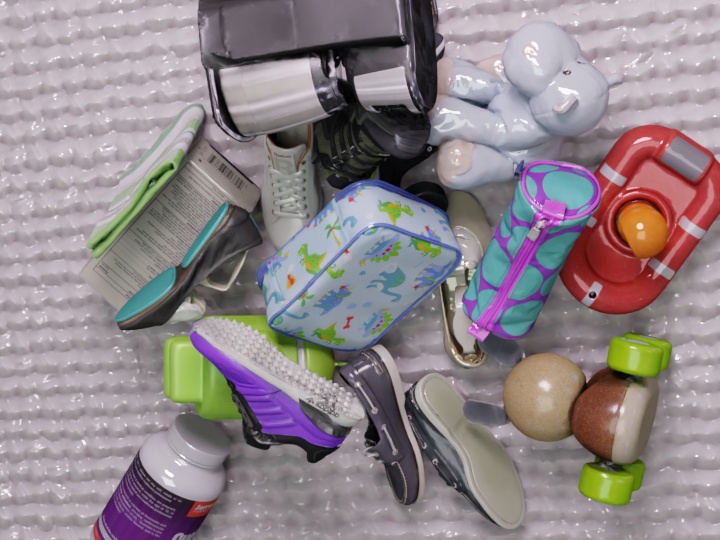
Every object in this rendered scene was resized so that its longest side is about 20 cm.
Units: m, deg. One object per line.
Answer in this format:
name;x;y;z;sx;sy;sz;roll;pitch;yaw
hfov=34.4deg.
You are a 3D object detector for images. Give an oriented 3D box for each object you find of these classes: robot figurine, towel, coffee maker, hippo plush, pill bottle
robot figurine;-0.119;0.109;1.311;0.199;0.175;0.116;0;88;-17
towel;-0.236;-0.106;1.284;0.031;0.200;0.149;39;109;-14
coffee maker;-0.040;-0.225;1.068;0.199;0.135;0.193;-8;112;16
hippo plush;0.163;-0.154;1.159;0.200;0.159;0.161;57;150;2
pill bottle;-0.237;0.274;1.405;0.112;0.112;0.200;35;108;6

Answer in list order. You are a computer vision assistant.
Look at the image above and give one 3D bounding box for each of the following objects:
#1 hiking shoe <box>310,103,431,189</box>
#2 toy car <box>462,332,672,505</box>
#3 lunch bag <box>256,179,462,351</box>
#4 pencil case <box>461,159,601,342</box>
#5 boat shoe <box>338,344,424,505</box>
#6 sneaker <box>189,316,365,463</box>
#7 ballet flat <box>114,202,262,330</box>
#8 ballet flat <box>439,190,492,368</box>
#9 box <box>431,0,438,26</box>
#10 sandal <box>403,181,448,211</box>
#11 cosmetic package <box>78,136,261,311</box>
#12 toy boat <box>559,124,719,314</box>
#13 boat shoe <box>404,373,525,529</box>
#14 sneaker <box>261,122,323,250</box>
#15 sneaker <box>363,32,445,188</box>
hiking shoe;0.007;-0.126;1.189;0.076;0.200;0.101;9;103;-25
toy car;0.212;0.136;1.242;0.200;0.158;0.165;13;95;20
lunch bag;0.000;0.000;1.240;0.200;0.161;0.083;-44;47;31
pencil case;0.167;-0.019;1.169;0.085;0.092;0.200;30;137;11
boat shoe;0.021;0.184;1.320;0.063;0.073;0.200;-22;111;-22
sneaker;-0.104;0.133;1.203;0.200;0.070;0.100;33;108;-3
ballet flat;-0.184;0.013;1.280;0.068;0.068;0.200;41;109;-19
ballet flat;0.114;0.014;1.283;0.069;0.069;0.201;-4;100;16
box;-0.029;-0.250;1.217;0.199;0.158;0.048;-6;114;16
sandal;0.012;-0.040;1.305;0.200;0.075;0.048;-35;51;21
cosmetic package;-0.218;-0.044;1.342;0.103;0.087;0.200;43;108;-11
toy boat;0.284;-0.045;1.188;0.130;0.131;0.200;33;107;2
boat shoe;0.111;0.211;1.326;0.200;0.075;0.066;52;139;-7
sneaker;-0.084;-0.109;1.303;0.073;0.085;0.201;4;104;12
sneaker;0.053;-0.163;1.276;0.083;0.072;0.200;23;107;-20
